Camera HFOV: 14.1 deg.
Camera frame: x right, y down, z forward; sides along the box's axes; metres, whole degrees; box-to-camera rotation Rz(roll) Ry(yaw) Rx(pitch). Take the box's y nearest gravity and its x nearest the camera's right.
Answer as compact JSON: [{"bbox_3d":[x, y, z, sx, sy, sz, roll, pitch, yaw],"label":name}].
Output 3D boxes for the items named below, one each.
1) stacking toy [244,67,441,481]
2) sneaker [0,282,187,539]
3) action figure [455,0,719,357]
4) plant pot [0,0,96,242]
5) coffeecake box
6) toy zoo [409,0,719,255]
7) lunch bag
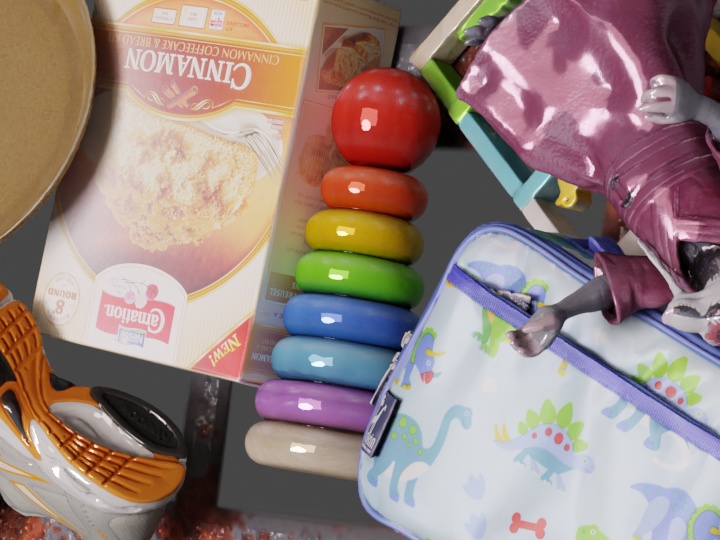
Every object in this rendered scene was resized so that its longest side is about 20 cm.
[{"bbox_3d":[0.000,0.000,1.415,0.085,0.085,0.202,6,84,39],"label":"stacking toy"},{"bbox_3d":[-0.180,0.079,1.492,0.200,0.076,0.092,38,138,18],"label":"sneaker"},{"bbox_3d":[0.129,-0.039,1.268,0.134,0.148,0.201,-45,63,32],"label":"action figure"},{"bbox_3d":[-0.221,-0.086,1.521,0.199,0.027,0.201,-9,67,21],"label":"plant pot"},{"bbox_3d":[-0.076,-0.050,1.490,0.153,0.073,0.202,11,89,39],"label":"coffeecake box"},{"bbox_3d":[0.118,-0.078,1.376,0.131,0.020,0.200,-49,57,21],"label":"toy zoo"},{"bbox_3d":[0.105,0.078,1.309,0.200,0.082,0.161,35,103,29],"label":"lunch bag"}]
